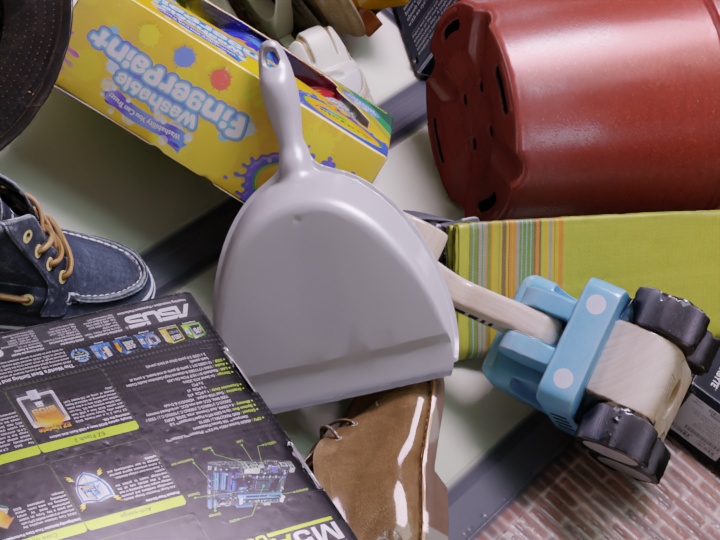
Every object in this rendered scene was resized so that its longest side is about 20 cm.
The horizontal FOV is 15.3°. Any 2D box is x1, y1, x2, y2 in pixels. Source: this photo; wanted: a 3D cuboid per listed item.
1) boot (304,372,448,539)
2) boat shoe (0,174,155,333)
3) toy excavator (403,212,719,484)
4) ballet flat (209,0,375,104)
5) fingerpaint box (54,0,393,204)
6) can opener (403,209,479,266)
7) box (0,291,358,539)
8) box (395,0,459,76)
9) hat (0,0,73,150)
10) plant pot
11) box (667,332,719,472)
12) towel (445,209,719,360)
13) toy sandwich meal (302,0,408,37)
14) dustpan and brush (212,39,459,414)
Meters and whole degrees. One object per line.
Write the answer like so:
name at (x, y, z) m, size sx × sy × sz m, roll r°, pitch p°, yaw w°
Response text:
boot at (0.003, 0.094, 1.507) m, size 0.075 × 0.074 × 0.200 m, roll 12°, pitch 43°, yaw -14°
boat shoe at (-0.183, -0.009, 1.451) m, size 0.200 × 0.091 × 0.071 m, roll -2°, pitch 50°, yaw -40°
toy excavator at (0.098, 0.035, 1.593) m, size 0.200 × 0.100 × 0.194 m, roll 22°, pitch -8°, yaw 17°
ballet flat at (-0.050, -0.149, 1.737) m, size 0.067 × 0.062 × 0.200 m, roll -28°, pitch 66°, yaw -31°
fingerpaint box at (-0.082, -0.105, 1.605) m, size 0.200 × 0.073 × 0.167 m, roll 32°, pitch 11°, yaw -4°
can opener at (0.000, 0.000, 1.637) m, size 0.067 × 0.053 × 0.200 m, roll 21°, pitch 22°, yaw 41°
box at (-0.130, 0.107, 1.364) m, size 0.200 × 0.048 × 0.193 m, roll -14°, pitch 55°, yaw -33°
box at (0.103, -0.225, 1.912) m, size 0.148 × 0.104 × 0.200 m, roll 13°, pitch 41°, yaw -28°
hat at (-0.249, -0.128, 1.527) m, size 0.201 × 0.201 × 0.081 m, roll 51°, pitch -1°, yaw 21°
plant pot at (0.158, -0.110, 1.747) m, size 0.195 × 0.201 × 0.201 m, roll -8°, pitch 51°, yaw -20°
box at (0.296, 0.085, 1.764) m, size 0.159 × 0.046 × 0.200 m, roll 36°, pitch 35°, yaw 1°
towel at (0.145, 0.007, 1.679) m, size 0.200 × 0.086 × 0.018 m, roll -3°, pitch 10°, yaw -24°
toy sandwich meal at (-0.036, -0.235, 1.771) m, size 0.205 × 0.070 × 0.205 m, roll 52°, pitch -2°, yaw 3°
dustpan and brush at (-0.030, -0.029, 1.507) m, size 0.057 × 0.139 × 0.200 m, roll -65°, pitch 141°, yaw -74°
